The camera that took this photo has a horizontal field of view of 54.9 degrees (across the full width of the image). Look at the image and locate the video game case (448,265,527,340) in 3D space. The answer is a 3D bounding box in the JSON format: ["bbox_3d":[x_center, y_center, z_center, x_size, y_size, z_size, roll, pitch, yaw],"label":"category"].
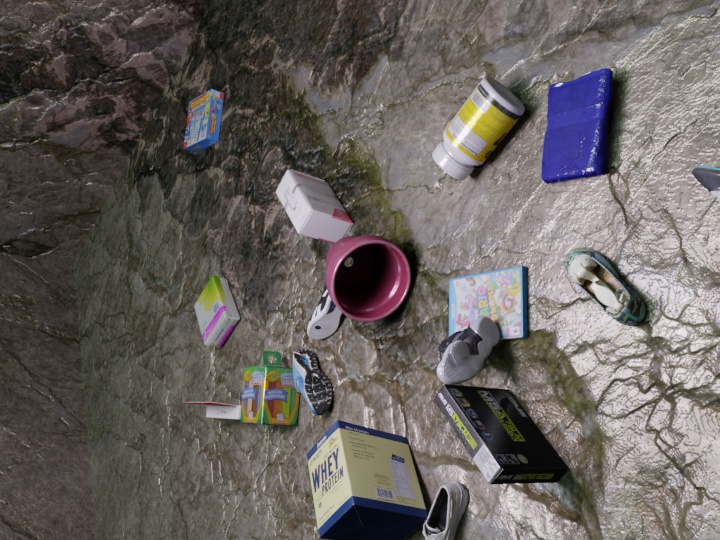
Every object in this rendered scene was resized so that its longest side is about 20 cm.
[{"bbox_3d":[0.262,0.075,1.448,0.199,0.018,0.145,-13,71,50],"label":"video game case"}]

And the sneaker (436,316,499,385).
[{"bbox_3d":[0.192,0.173,1.368,0.076,0.200,0.114,51,137,2],"label":"sneaker"}]

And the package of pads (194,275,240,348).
[{"bbox_3d":[-0.485,0.141,2.328,0.155,0.068,0.201,-52,44,27],"label":"package of pads"}]

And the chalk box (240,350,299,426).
[{"bbox_3d":[-0.249,0.327,1.936,0.123,0.124,0.203,-9,74,50],"label":"chalk box"}]

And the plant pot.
[{"bbox_3d":[0.000,0.000,1.676,0.202,0.198,0.179,-69,24,10],"label":"plant pot"}]

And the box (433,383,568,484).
[{"bbox_3d":[0.253,0.295,1.260,0.048,0.191,0.201,-60,41,25],"label":"box"}]

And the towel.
[{"bbox_3d":[0.418,-0.272,1.330,0.147,0.049,0.203,-1,80,58],"label":"towel"}]

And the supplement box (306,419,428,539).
[{"bbox_3d":[0.011,0.461,1.491,0.135,0.198,0.201,-51,34,29],"label":"supplement box"}]

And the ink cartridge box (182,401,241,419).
[{"bbox_3d":[-0.412,0.420,2.072,0.199,0.175,0.045,-12,71,49],"label":"ink cartridge box"}]

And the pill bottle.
[{"bbox_3d":[0.249,-0.301,1.491,0.201,0.113,0.115,-52,45,29],"label":"pill bottle"}]

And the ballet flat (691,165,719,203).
[{"bbox_3d":[0.593,-0.118,1.048,0.199,0.072,0.074,16,93,50],"label":"ballet flat"}]

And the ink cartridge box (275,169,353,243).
[{"bbox_3d":[-0.128,-0.175,1.903,0.083,0.145,0.201,-56,42,24],"label":"ink cartridge box"}]

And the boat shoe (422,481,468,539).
[{"bbox_3d":[0.160,0.529,1.414,0.072,0.065,0.202,31,105,50],"label":"boat shoe"}]

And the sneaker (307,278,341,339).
[{"bbox_3d":[-0.081,0.088,1.848,0.201,0.072,0.113,-55,23,39],"label":"sneaker"}]

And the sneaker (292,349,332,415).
[{"bbox_3d":[-0.132,0.308,1.855,0.201,0.077,0.091,-116,33,-43],"label":"sneaker"}]

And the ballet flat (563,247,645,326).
[{"bbox_3d":[0.420,0.018,1.227,0.075,0.074,0.200,-61,41,20],"label":"ballet flat"}]

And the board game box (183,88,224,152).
[{"bbox_3d":[-0.609,-0.578,2.688,0.199,0.055,0.199,-7,75,50],"label":"board game box"}]
